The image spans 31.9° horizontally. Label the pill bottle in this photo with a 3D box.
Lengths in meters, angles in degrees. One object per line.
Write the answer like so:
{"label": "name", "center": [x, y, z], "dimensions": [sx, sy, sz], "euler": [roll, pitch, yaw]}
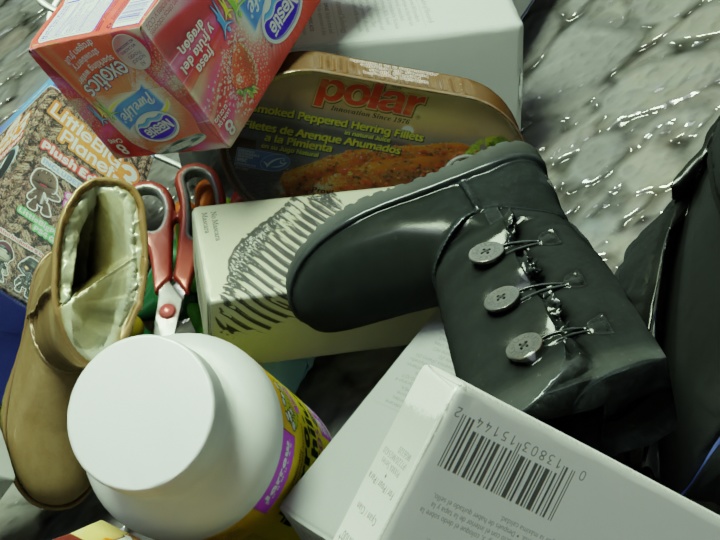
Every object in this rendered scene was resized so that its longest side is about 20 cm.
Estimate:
{"label": "pill bottle", "center": [-0.080, 0.095, 0.667], "dimensions": [0.103, 0.200, 0.105], "euler": [-4, 72, 11]}

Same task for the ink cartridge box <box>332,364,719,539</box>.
{"label": "ink cartridge box", "center": [0.073, 0.161, 0.519], "dimensions": [0.177, 0.199, 0.045], "euler": [-63, 20, -3]}

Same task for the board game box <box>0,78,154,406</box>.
{"label": "board game box", "center": [-0.252, -0.017, 0.928], "dimensions": [0.159, 0.097, 0.201], "euler": [-33, 33, 37]}

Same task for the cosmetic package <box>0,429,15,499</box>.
{"label": "cosmetic package", "center": [-0.312, 0.161, 0.762], "dimensions": [0.200, 0.112, 0.081], "euler": [-51, 40, 12]}

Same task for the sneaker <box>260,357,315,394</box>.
{"label": "sneaker", "center": [-0.028, 0.007, 0.837], "dimensions": [0.081, 0.074, 0.201], "euler": [-9, 46, 26]}

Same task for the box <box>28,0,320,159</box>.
{"label": "box", "center": [-0.096, -0.173, 0.772], "dimensions": [0.102, 0.095, 0.201], "euler": [-2, 48, 36]}

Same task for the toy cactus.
{"label": "toy cactus", "center": [-0.136, 0.028, 0.884], "dimensions": [0.164, 0.102, 0.201], "euler": [-26, 40, 34]}

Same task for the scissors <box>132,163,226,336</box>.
{"label": "scissors", "center": [-0.114, 0.015, 0.802], "dimensions": [0.072, 0.014, 0.201], "euler": [-8, 57, -4]}

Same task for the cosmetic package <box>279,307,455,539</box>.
{"label": "cosmetic package", "center": [0.056, 0.092, 0.684], "dimensions": [0.074, 0.102, 0.200], "euler": [21, 59, 43]}

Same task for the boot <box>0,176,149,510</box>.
{"label": "boot", "center": [-0.166, 0.051, 0.721], "dimensions": [0.066, 0.177, 0.200], "euler": [1, -8, -19]}

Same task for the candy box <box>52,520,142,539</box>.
{"label": "candy box", "center": [-0.113, 0.231, 0.570], "dimensions": [0.115, 0.055, 0.202], "euler": [22, 96, 15]}

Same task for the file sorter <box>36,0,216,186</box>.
{"label": "file sorter", "center": [-0.154, -0.185, 0.962], "dimensions": [0.124, 0.200, 0.140], "euler": [24, 71, 6]}

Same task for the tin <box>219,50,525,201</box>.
{"label": "tin", "center": [0.010, -0.079, 0.810], "dimensions": [0.198, 0.113, 0.042], "euler": [9, 38, -9]}

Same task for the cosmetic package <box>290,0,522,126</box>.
{"label": "cosmetic package", "center": [0.009, -0.133, 0.880], "dimensions": [0.198, 0.102, 0.074], "euler": [-6, 38, -5]}

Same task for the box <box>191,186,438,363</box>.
{"label": "box", "center": [0.000, 0.000, 0.770], "dimensions": [0.198, 0.069, 0.083], "euler": [-8, 50, -11]}

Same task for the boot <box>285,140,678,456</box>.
{"label": "boot", "center": [0.048, 0.032, 0.621], "dimensions": [0.164, 0.066, 0.201], "euler": [-31, 38, 10]}

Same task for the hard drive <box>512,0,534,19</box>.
{"label": "hard drive", "center": [0.048, -0.232, 1.017], "dimensions": [0.199, 0.025, 0.132], "euler": [9, 47, 30]}

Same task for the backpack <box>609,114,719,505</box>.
{"label": "backpack", "center": [0.214, 0.008, 0.612], "dimensions": [0.153, 0.201, 0.192], "euler": [15, 48, -13]}
